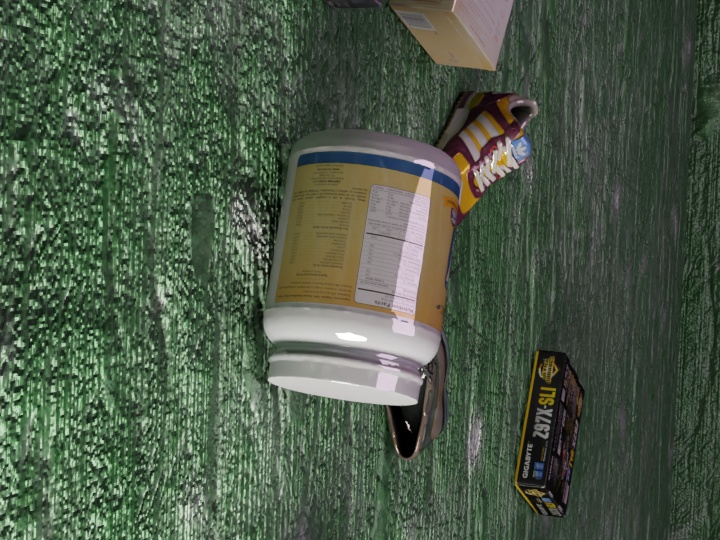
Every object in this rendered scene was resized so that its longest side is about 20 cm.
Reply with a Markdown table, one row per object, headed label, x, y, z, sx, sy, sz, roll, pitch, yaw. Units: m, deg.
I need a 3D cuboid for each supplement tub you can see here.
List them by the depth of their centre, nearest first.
| label | x | y | z | sx | sy | sz | roll | pitch | yaw |
| --- | --- | --- | --- | --- | --- | --- | --- | --- | --- |
| supplement tub | 0.000 | 0.000 | 1.054 | 0.145 | 0.144 | 0.201 | 32 | 64 | -64 |

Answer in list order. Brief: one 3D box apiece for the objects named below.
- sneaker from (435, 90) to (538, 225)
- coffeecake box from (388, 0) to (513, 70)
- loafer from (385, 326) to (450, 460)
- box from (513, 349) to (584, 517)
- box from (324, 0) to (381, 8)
| label | x | y | z | sx | sy | sz | roll | pitch | yaw |
| --- | --- | --- | --- | --- | --- | --- | --- | --- | --- |
| sneaker | 0.137 | -0.127 | 1.428 | 0.075 | 0.090 | 0.200 | 68 | 34 | -46 |
| coffeecake box | 0.110 | -0.328 | 1.328 | 0.153 | 0.073 | 0.201 | 33 | 71 | -64 |
| loafer | 0.049 | 0.106 | 1.289 | 0.063 | 0.072 | 0.200 | -56 | 145 | -41 |
| box | 0.273 | 0.235 | 1.860 | 0.160 | 0.049 | 0.200 | 54 | 44 | -60 |
| box | -0.022 | -0.336 | 1.073 | 0.158 | 0.050 | 0.201 | 16 | 79 | -67 |
